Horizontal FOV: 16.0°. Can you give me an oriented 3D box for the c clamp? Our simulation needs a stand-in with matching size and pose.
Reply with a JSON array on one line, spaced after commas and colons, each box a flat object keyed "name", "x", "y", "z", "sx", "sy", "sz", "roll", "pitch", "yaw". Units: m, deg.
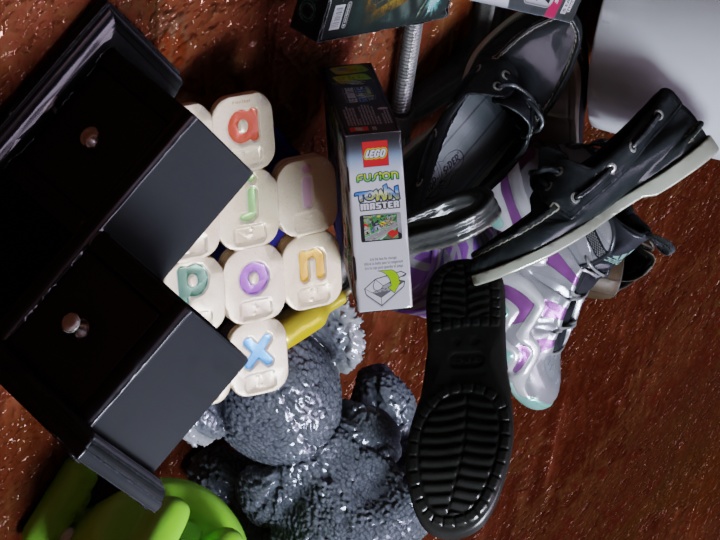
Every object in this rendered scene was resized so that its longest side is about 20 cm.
[{"name": "c clamp", "x": 0.050, "y": -0.155, "z": 1.742, "sx": 0.170, "sy": 0.027, "sz": 0.201, "roll": -30, "pitch": 148, "yaw": -36}]

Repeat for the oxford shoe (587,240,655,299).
[{"name": "oxford shoe", "x": 0.193, "y": -0.019, "z": 2.045, "sx": 0.200, "sy": 0.084, "sz": 0.073, "roll": -58, "pitch": 170, "yaw": -64}]

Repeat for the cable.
[{"name": "cable", "x": 0.000, "y": 0.000, "z": 1.718, "sx": 0.199, "sy": 0.097, "sz": 0.051, "roll": -23, "pitch": 108, "yaw": -7}]

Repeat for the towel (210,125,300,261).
[{"name": "towel", "x": -0.115, "y": -0.010, "z": 1.650, "sx": 0.200, "sy": 0.049, "sz": 0.148, "roll": -50, "pitch": 161, "yaw": -3}]

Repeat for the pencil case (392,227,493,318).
[{"name": "pencil case", "x": 0.058, "y": -0.002, "z": 1.905, "sx": 0.200, "sy": 0.085, "sz": 0.085, "roll": 20, "pitch": 71, "yaw": -63}]

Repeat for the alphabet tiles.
[{"name": "alphabet tiles", "x": -0.106, "y": -0.008, "z": 1.576, "sx": 0.199, "sy": 0.015, "sz": 0.197, "roll": -12, "pitch": 113, "yaw": -21}]

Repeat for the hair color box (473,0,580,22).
[{"name": "hair color box", "x": 0.082, "y": -0.218, "z": 1.581, "sx": 0.199, "sy": 0.060, "sz": 0.100, "roll": 3, "pitch": 116, "yaw": -57}]

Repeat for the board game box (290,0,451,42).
[{"name": "board game box", "x": 0.033, "y": -0.242, "z": 1.574, "sx": 0.135, "sy": 0.028, "sz": 0.201, "roll": -16, "pitch": 131, "yaw": -51}]

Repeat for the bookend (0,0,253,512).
[{"name": "bookend", "x": -0.130, "y": -0.010, "z": 1.430, "sx": 0.199, "sy": 0.200, "sz": 0.092, "roll": -49, "pitch": 147, "yaw": -2}]

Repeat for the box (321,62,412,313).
[{"name": "box", "x": 0.003, "y": -0.055, "z": 1.601, "sx": 0.034, "sy": 0.200, "sz": 0.111, "roll": -5, "pitch": 107, "yaw": -3}]

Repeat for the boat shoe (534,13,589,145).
[{"name": "boat shoe", "x": 0.140, "y": -0.106, "z": 1.903, "sx": 0.201, "sy": 0.072, "sz": 0.063, "roll": 94, "pitch": 19, "yaw": -47}]

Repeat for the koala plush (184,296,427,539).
[{"name": "koala plush", "x": -0.044, "y": 0.109, "z": 1.798, "sx": 0.176, "sy": 0.184, "sz": 0.201, "roll": -26, "pitch": 123, "yaw": -3}]

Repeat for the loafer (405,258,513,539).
[{"name": "loafer", "x": 0.077, "y": 0.095, "z": 1.789, "sx": 0.071, "sy": 0.072, "sz": 0.201, "roll": 70, "pitch": 25, "yaw": -65}]

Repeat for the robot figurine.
[{"name": "robot figurine", "x": -0.145, "y": 0.205, "z": 1.747, "sx": 0.116, "sy": 0.175, "sz": 0.200, "roll": -65, "pitch": -168, "yaw": -20}]

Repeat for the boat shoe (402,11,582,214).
[{"name": "boat shoe", "x": 0.091, "y": -0.102, "z": 1.764, "sx": 0.199, "sy": 0.066, "sz": 0.075, "roll": -44, "pitch": 115, "yaw": -8}]

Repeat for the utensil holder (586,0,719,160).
[{"name": "utensil holder", "x": 0.279, "y": -0.159, "z": 1.858, "sx": 0.170, "sy": 0.199, "sz": 0.171, "roll": 14, "pitch": 90, "yaw": -76}]

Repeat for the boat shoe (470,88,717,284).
[{"name": "boat shoe", "x": 0.150, "y": -0.061, "z": 1.771, "sx": 0.199, "sy": 0.066, "sz": 0.074, "roll": -30, "pitch": -175, "yaw": -8}]

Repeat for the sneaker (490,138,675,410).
[{"name": "sneaker", "x": 0.162, "y": 0.002, "z": 1.858, "sx": 0.078, "sy": 0.139, "sz": 0.202, "roll": -38, "pitch": 121, "yaw": -64}]
